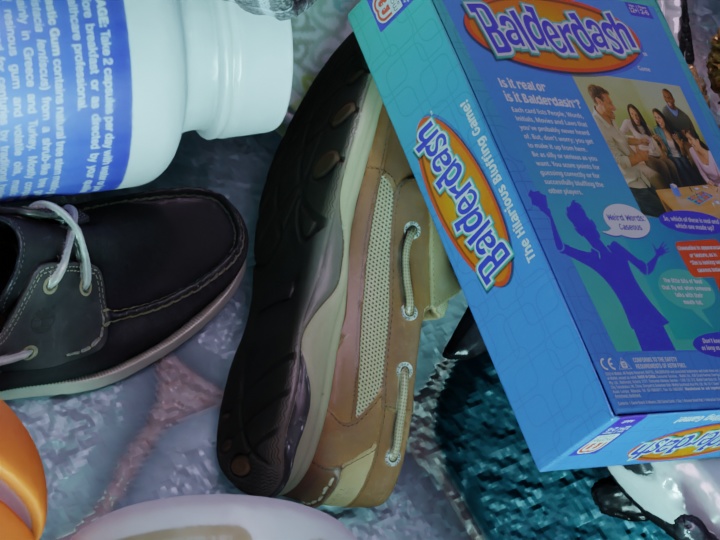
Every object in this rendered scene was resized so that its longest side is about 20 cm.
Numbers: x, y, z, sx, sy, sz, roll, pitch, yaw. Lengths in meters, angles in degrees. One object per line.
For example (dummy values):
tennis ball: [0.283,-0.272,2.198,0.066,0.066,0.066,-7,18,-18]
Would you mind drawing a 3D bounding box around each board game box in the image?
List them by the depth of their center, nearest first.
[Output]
board game box: [0.094,-0.024,0.760,0.152,0.045,0.201,2,58,-43]

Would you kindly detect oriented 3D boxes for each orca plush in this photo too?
orca plush: [0.109,0.082,0.780,0.199,0.071,0.106,32,41,-19]

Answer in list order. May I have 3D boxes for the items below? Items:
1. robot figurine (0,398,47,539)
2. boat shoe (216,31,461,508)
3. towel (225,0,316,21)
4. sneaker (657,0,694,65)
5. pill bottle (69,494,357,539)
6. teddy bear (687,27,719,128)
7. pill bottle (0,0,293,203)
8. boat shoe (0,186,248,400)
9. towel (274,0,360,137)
robot figurine: [-0.165,0.111,0.634,0.143,0.117,0.201,14,56,-9]
boat shoe: [0.000,0.000,0.786,0.074,0.076,0.201,20,74,-24]
towel: [-0.062,-0.163,0.712,0.165,0.086,0.200,20,25,11]
sneaker: [0.116,-0.153,0.953,0.079,0.074,0.201,-9,64,7]
pill bottle: [-0.046,0.184,0.633,0.110,0.111,0.201,7,56,-17]
teddy bear: [0.172,-0.017,0.844,0.144,0.067,0.201,-1,75,7]
pill bottle: [-0.131,-0.082,0.746,0.199,0.112,0.113,-8,61,-19]
boat shoe: [-0.124,0.006,0.747,0.199,0.068,0.072,-16,66,-32]
towel: [-0.009,-0.163,0.842,0.171,0.048,0.200,40,88,-9]
